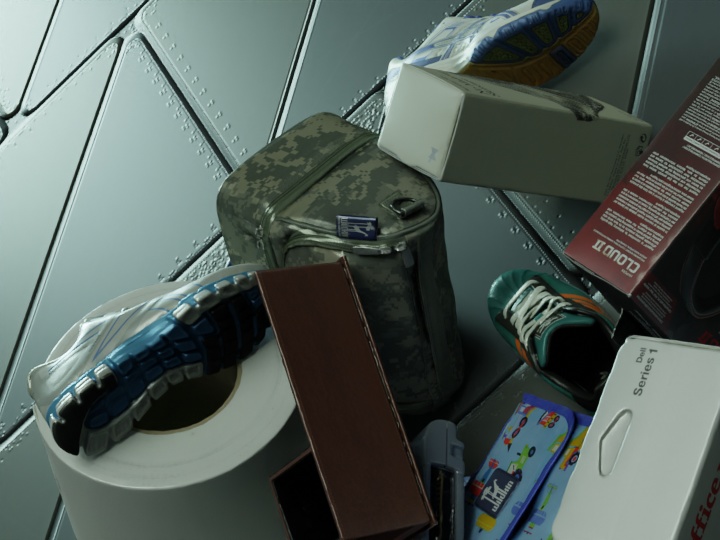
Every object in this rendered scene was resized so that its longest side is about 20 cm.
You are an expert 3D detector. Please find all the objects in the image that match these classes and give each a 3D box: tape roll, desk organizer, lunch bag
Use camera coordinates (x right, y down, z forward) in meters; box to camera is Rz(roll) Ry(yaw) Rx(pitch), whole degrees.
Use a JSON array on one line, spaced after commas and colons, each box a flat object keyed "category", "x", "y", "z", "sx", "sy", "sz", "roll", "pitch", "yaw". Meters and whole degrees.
[{"category": "tape roll", "x": -0.130, "y": 0.126, "z": 1.462, "sx": 0.201, "sy": 0.140, "sz": 0.203, "roll": -4, "pitch": 45, "yaw": 4}, {"category": "desk organizer", "x": -0.026, "y": 0.098, "z": 1.348, "sx": 0.072, "sy": 0.077, "sz": 0.201, "roll": -40, "pitch": 63, "yaw": 49}, {"category": "lunch bag", "x": 0.132, "y": 0.173, "z": 1.351, "sx": 0.200, "sy": 0.094, "sz": 0.151, "roll": 19, "pitch": 78, "yaw": 59}, {"category": "lunch bag", "x": 0.000, "y": 0.000, "z": 1.480, "sx": 0.167, "sy": 0.201, "sz": 0.139, "roll": 28, "pitch": 54, "yaw": 37}]

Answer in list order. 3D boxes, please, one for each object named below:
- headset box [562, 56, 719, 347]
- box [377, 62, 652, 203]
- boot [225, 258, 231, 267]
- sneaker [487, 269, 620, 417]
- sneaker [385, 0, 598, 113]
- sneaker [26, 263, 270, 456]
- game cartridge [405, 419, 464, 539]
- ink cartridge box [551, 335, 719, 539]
[{"category": "headset box", "x": 0.241, "y": -0.022, "z": 1.340, "sx": 0.200, "sy": 0.149, "sz": 0.075, "roll": -50, "pitch": 43, "yaw": -3}, {"category": "box", "x": 0.117, "y": -0.099, "z": 1.455, "sx": 0.082, "sy": 0.199, "sz": 0.069, "roll": 32, "pitch": 110, "yaw": 46}, {"category": "boot", "x": -0.089, "y": 0.043, "z": 1.603, "sx": 0.073, "sy": 0.096, "sz": 0.201, "roll": 8, "pitch": 67, "yaw": 42}, {"category": "sneaker", "x": 0.148, "y": 0.046, "z": 1.417, "sx": 0.071, "sy": 0.080, "sz": 0.200, "roll": -49, "pitch": 42, "yaw": 0}, {"category": "sneaker", "x": 0.100, "y": -0.187, "z": 1.616, "sx": 0.199, "sy": 0.075, "sz": 0.088, "roll": -28, "pitch": 46, "yaw": 20}, {"category": "sneaker", "x": -0.152, "y": 0.045, "z": 1.399, "sx": 0.199, "sy": 0.075, "sz": 0.087, "roll": -31, "pitch": 43, "yaw": -21}, {"category": "game cartridge", "x": 0.029, "y": 0.220, "z": 1.383, "sx": 0.133, "sy": 0.041, "sz": 0.201, "roll": 125, "pitch": 154, "yaw": -49}, {"category": "ink cartridge box", "x": 0.217, "y": 0.150, "z": 1.199, "sx": 0.084, "sy": 0.200, "sz": 0.145, "roll": 6, "pitch": 65, "yaw": 42}]
